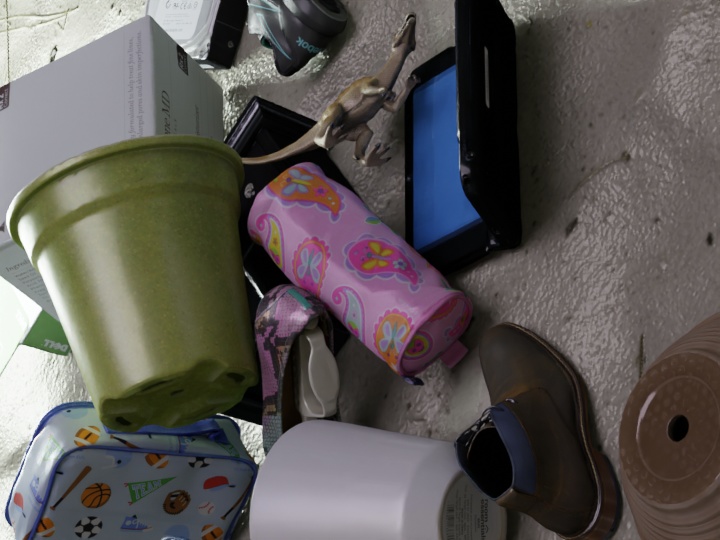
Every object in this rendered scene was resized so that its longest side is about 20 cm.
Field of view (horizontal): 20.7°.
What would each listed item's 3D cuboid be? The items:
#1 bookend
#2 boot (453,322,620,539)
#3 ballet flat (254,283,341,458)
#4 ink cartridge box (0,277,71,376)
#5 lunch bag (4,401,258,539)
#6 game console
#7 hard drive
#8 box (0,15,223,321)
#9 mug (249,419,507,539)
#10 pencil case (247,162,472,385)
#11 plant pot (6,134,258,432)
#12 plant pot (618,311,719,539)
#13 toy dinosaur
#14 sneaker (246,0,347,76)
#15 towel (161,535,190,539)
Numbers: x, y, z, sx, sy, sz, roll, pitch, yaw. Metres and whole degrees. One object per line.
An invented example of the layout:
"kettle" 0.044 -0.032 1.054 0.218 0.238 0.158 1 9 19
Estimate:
"bookend" -0.073 -0.004 1.677 0.199 0.092 0.200 -55 42 19
"boot" 0.109 0.102 1.404 0.075 0.096 0.201 -50 43 24
"ballet flat" -0.041 0.108 1.545 0.071 0.069 0.201 33 136 50
"ink cartridge box" -0.312 0.015 1.987 0.201 0.059 0.104 -57 41 17
"lunch bag" -0.187 0.183 1.655 0.076 0.199 0.161 57 132 48
"game console" 0.062 -0.112 1.546 0.115 0.176 0.202 -8 66 18
"hard drive" -0.154 -0.298 1.948 0.139 0.038 0.202 8 80 51
"box" -0.237 -0.093 1.829 0.199 0.131 0.200 -22 51 22
"mug" 0.032 0.198 1.457 0.152 0.187 0.150 -5 38 40
"pencil case" 0.000 0.000 1.546 0.200 0.087 0.088 40 107 28
"plant pot" -0.164 0.021 1.573 0.200 0.199 0.185 -35 63 37
"plant pot" 0.231 0.110 1.257 0.200 0.092 0.202 -23 58 43
"toy dinosaur" -0.013 -0.122 1.620 0.200 0.058 0.101 -39 29 8
"sneaker" -0.084 -0.255 1.813 0.080 0.075 0.200 -56 40 22
"towel" -0.071 0.280 1.479 0.049 0.201 0.111 -47 32 -20
